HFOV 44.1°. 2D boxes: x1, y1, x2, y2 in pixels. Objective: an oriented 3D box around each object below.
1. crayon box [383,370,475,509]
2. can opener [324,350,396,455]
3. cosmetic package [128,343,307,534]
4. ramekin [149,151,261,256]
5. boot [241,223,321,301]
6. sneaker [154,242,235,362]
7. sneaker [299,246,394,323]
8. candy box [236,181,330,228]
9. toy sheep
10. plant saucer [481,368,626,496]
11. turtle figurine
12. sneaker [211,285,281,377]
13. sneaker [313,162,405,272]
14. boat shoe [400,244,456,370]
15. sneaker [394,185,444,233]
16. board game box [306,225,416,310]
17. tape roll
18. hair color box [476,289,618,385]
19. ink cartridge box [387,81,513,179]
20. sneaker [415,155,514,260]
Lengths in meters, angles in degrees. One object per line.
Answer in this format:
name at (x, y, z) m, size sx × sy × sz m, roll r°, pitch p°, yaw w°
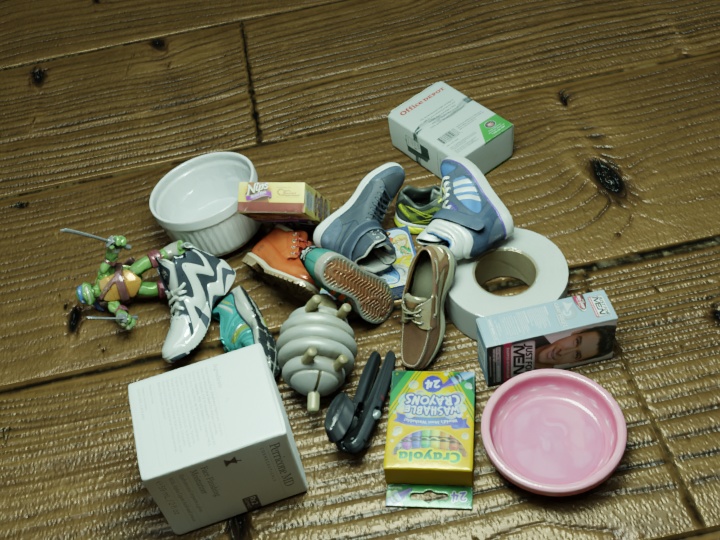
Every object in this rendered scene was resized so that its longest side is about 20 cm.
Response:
crayon box at (0.102, 0.239, 1.284) m, size 0.125 × 0.052 × 0.200 m, roll -1°, pitch 49°, yaw 9°
can opener at (0.011, 0.193, 1.336) m, size 0.063 × 0.079 × 0.200 m, roll 7°, pitch 40°, yaw 26°
cosmetic package at (-0.200, 0.238, 1.259) m, size 0.200 × 0.165 × 0.165 m, roll -18°, pitch 48°, yaw -5°
ramekin at (-0.270, -0.114, 1.611) m, size 0.200 × 0.105 × 0.200 m, roll -11°, pitch 42°, yaw 10°
boot at (-0.114, -0.019, 1.496) m, size 0.107 × 0.075 × 0.200 m, roll -50°, pitch 41°, yaw -10°
sneaker at (-0.301, 0.041, 1.457) m, size 0.079 × 0.130 × 0.199 m, roll -7°, pitch 47°, yaw 55°
sneaker at (-0.020, 0.016, 1.418) m, size 0.080 × 0.200 × 0.071 m, roll 32°, pitch 84°, yaw 45°
candy box at (-0.128, -0.111, 1.544) m, size 0.116 × 0.200 × 0.057 m, roll 2°, pitch 87°, yaw 11°
toy sheep at (-0.067, 0.123, 1.363) m, size 0.138 × 0.138 × 0.200 m, roll 1°, pitch 54°, yaw 10°
plant saucer at (0.272, 0.234, 1.261) m, size 0.200 × 0.051 × 0.201 m, roll -5°, pitch 47°, yaw 6°
turtle figurine at (-0.380, 0.017, 1.492) m, size 0.194 × 0.200 × 0.144 m, roll -16°, pitch 63°, yaw -17°
sneaker at (-0.186, 0.112, 1.446) m, size 0.080 × 0.078 × 0.200 m, roll -35°, pitch 44°, yaw 1°
sneaker at (0.035, -0.085, 1.502) m, size 0.202 × 0.077 × 0.146 m, roll -47°, pitch 45°, yaw -9°
boat shoe at (0.091, 0.055, 1.381) m, size 0.076 × 0.072 × 0.200 m, roll 9°, pitch 88°, yaw 35°
sneaker at (0.154, -0.104, 1.561) m, size 0.200 × 0.085 × 0.075 m, roll 3°, pitch 50°, yaw 12°
board game box at (0.000, 0.000, 1.526) m, size 0.200 × 0.034 × 0.136 m, roll -13°, pitch 48°, yaw -1°
tape roll at (0.235, 0.025, 1.442) m, size 0.202 × 0.071 × 0.203 m, roll -5°, pitch 47°, yaw 5°
hair color box at (0.279, 0.103, 1.344) m, size 0.200 × 0.099 × 0.061 m, roll -13°, pitch 47°, yaw -2°
ink cartridge box at (0.171, -0.260, 1.699) m, size 0.147 × 0.083 × 0.200 m, roll -34°, pitch 53°, yaw -20°
sneaker at (0.143, -0.101, 1.467) m, size 0.146 × 0.081 × 0.200 m, roll -23°, pitch 54°, yaw -16°
